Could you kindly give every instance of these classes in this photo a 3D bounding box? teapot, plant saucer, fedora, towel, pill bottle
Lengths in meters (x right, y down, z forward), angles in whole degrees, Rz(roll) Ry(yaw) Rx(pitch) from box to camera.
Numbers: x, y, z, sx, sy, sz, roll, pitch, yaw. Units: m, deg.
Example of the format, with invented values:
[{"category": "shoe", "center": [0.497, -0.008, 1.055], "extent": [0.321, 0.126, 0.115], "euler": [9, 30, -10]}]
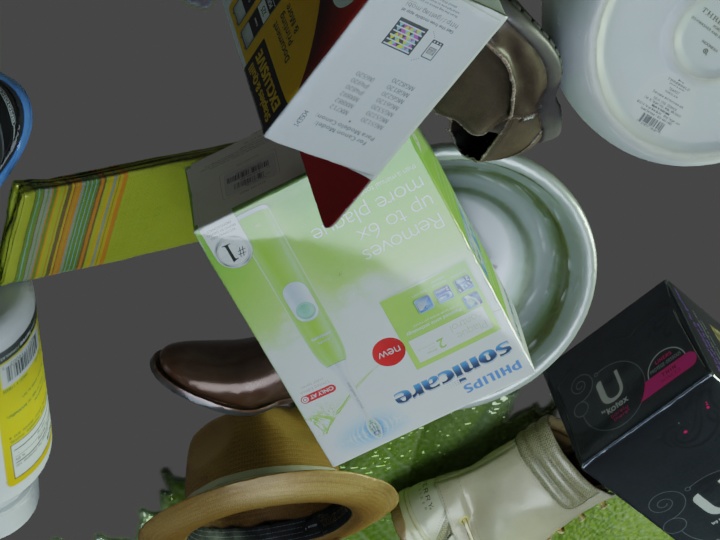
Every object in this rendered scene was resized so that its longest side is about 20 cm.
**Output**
[{"category": "teapot", "center": [0.196, -0.168, 1.609], "extent": [0.197, 0.146, 0.201], "euler": [-16, 119, -8]}, {"category": "plant saucer", "center": [0.053, -0.003, 1.713], "extent": [0.199, 0.050, 0.201], "euler": [-4, 121, -6]}, {"category": "fedora", "center": [-0.069, 0.147, 1.847], "extent": [0.200, 0.082, 0.201], "euler": [-10, 162, -3]}, {"category": "towel", "center": [-0.138, -0.041, 1.675], "extent": [0.200, 0.018, 0.086], "euler": [-13, 143, -32]}, {"category": "pill bottle", "center": [-0.262, 0.083, 1.724], "extent": [0.112, 0.113, 0.200], "euler": [-9, 134, -9]}]

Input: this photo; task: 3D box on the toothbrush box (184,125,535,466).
[{"category": "toothbrush box", "center": [0.000, 0.000, 1.629], "extent": [0.145, 0.086, 0.200], "euler": [-25, 122, 6]}]

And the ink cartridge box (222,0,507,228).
[{"category": "ink cartridge box", "center": [-0.021, -0.155, 1.513], "extent": [0.084, 0.200, 0.176], "euler": [21, 122, -32]}]

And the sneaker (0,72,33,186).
[{"category": "sneaker", "center": [-0.267, -0.032, 1.595], "extent": [0.083, 0.071, 0.200], "euler": [14, 99, -63]}]

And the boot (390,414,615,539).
[{"category": "boot", "center": [0.135, 0.197, 1.985], "extent": [0.155, 0.073, 0.200], "euler": [-32, 128, 16]}]

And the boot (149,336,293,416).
[{"category": "boot", "center": [-0.031, 0.007, 1.766], "extent": [0.186, 0.064, 0.200], "euler": [6, 127, -22]}]

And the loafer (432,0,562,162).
[{"category": "loafer", "center": [0.076, -0.112, 1.562], "extent": [0.071, 0.073, 0.200], "euler": [-36, 155, -5]}]

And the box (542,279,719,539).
[{"category": "box", "center": [0.248, 0.119, 1.924], "extent": [0.122, 0.106, 0.200], "euler": [-38, 131, 18]}]
